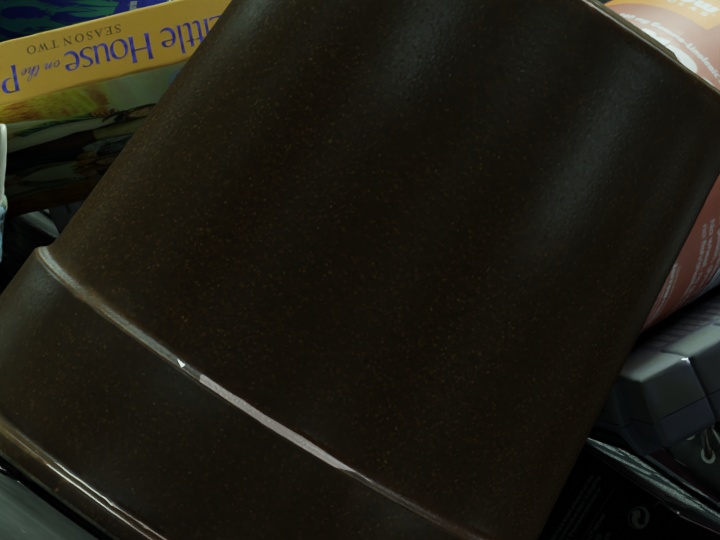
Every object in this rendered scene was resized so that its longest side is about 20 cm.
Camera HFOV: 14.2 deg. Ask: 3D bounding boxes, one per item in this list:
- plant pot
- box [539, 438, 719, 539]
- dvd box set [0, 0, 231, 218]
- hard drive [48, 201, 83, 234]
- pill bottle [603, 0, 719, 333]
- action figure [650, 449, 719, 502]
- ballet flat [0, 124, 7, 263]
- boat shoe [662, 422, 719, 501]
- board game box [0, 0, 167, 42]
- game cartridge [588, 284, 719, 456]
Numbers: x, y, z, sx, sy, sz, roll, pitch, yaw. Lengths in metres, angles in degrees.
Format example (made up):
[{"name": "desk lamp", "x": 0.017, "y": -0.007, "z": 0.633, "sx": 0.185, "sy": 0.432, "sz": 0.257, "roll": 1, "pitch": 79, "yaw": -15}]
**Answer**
[{"name": "plant pot", "x": 0.005, "y": -0.001, "z": 0.882, "sx": 0.200, "sy": 0.199, "sz": 0.200, "roll": 32, "pitch": 2, "yaw": -1}, {"name": "box", "x": 0.098, "y": 0.111, "z": 1.214, "sx": 0.141, "sy": 0.079, "sz": 0.200, "roll": 37, "pitch": 5, "yaw": 31}, {"name": "dvd box set", "x": -0.092, "y": -0.069, "z": 1.195, "sx": 0.146, "sy": 0.199, "sz": 0.030, "roll": 67, "pitch": 10, "yaw": -75}, {"name": "hard drive", "x": -0.046, "y": -0.058, "z": 1.312, "sx": 0.132, "sy": 0.199, "sz": 0.027, "roll": 74, "pitch": 4, "yaw": -55}, {"name": "pill bottle", "x": 0.100, "y": -0.041, "z": 1.057, "sx": 0.112, "sy": 0.113, "sz": 0.200, "roll": 33, "pitch": 37, "yaw": 25}, {"name": "action figure", "x": 0.126, "y": 0.089, "z": 1.390, "sx": 0.148, "sy": 0.135, "sz": 0.200, "roll": 20, "pitch": -38, "yaw": -14}, {"name": "ballet flat", "x": -0.161, "y": -0.038, "z": 1.073, "sx": 0.074, "sy": 0.074, "sz": 0.200, "roll": 32, "pitch": 2, "yaw": 3}, {"name": "boat shoe", "x": 0.167, "y": 0.072, "z": 1.234, "sx": 0.200, "sy": 0.070, "sz": 0.066, "roll": 44, "pitch": 5, "yaw": 4}, {"name": "board game box", "x": -0.181, "y": -0.122, "z": 1.217, "sx": 0.198, "sy": 0.045, "sz": 0.152, "roll": -1, "pitch": -11, "yaw": -5}, {"name": "game cartridge", "x": 0.135, "y": 0.023, "z": 1.056, "sx": 0.039, "sy": 0.129, "sz": 0.200, "roll": 60, "pitch": -6, "yaw": -4}]
